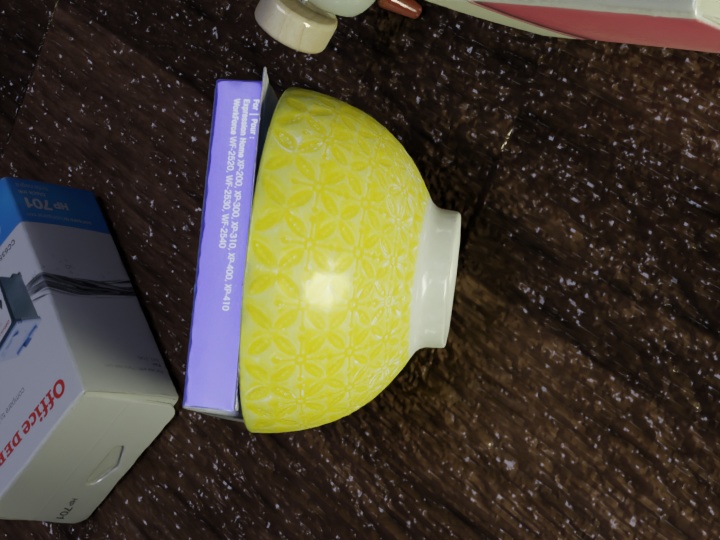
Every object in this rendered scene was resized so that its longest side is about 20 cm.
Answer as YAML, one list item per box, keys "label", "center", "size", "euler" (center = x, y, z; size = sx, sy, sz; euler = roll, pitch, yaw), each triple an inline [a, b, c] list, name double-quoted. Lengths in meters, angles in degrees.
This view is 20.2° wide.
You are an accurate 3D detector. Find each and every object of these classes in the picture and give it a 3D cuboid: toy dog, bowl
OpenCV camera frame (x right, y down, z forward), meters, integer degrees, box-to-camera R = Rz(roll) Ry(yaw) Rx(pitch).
- label: "toy dog"
  center: [-0.018, -0.212, 1.275]
  size: [0.132, 0.096, 0.200]
  euler: [-41, 40, 38]
- label: "bowl"
  center: [0.000, 0.000, 1.165]
  size: [0.108, 0.200, 0.200]
  euler: [7, 87, 5]

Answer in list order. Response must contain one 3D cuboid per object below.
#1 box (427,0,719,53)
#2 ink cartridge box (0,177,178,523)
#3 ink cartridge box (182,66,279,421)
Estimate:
- label: "box"
  center: [0.145, -0.187, 1.059]
  size: [0.200, 0.109, 0.128]
  euler: [14, 93, 48]
- label: "ink cartridge box"
  center: [-0.226, 0.057, 1.434]
  size: [0.146, 0.086, 0.200]
  euler: [-49, 49, 29]
- label: "ink cartridge box"
  center: [-0.073, -0.009, 1.218]
  size: [0.043, 0.200, 0.198]
  euler: [4, 83, 3]
